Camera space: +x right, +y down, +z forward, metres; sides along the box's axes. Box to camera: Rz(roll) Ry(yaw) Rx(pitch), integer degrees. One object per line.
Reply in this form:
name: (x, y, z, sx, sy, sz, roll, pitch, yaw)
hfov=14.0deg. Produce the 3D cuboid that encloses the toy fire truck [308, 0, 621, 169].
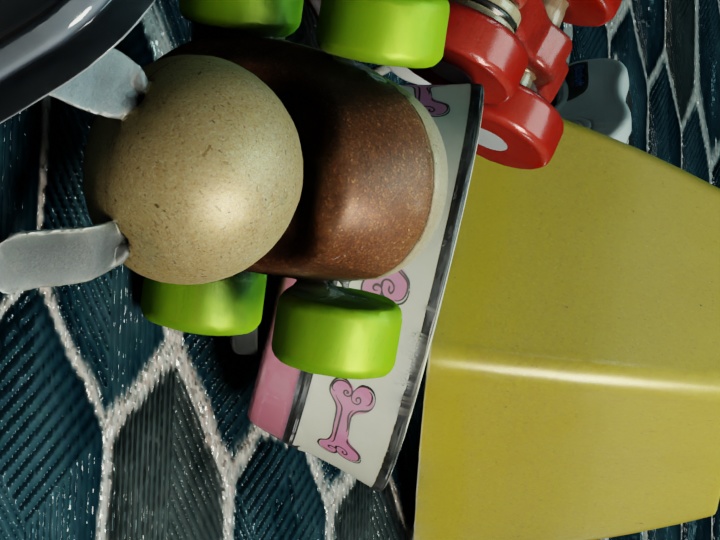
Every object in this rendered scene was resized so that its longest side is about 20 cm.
toy fire truck: (0.031, -0.145, 1.487, 0.112, 0.168, 0.200, -66, 157, -14)

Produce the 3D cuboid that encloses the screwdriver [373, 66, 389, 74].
screwdriver: (0.032, -0.124, 1.692, 0.200, 0.029, 0.028, -42, 130, -71)

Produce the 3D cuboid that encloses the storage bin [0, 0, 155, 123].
storage bin: (-0.141, -0.145, 0.966, 0.134, 0.145, 0.200, 50, 33, -21)

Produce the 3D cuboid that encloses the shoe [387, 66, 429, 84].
shoe: (0.050, -0.174, 1.681, 0.091, 0.071, 0.200, -41, -158, 58)

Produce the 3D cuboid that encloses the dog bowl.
dog bowl: (0.000, 0.000, 1.400, 0.200, 0.074, 0.200, -166, -90, -89)

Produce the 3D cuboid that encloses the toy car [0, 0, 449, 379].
toy car: (-0.077, -0.045, 1.205, 0.200, 0.158, 0.165, -3, 105, -50)

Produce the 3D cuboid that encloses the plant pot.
plant pot: (0.133, 0.042, 1.701, 0.200, 0.176, 0.200, 93, 6, -53)

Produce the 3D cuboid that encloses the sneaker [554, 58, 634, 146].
sneaker: (0.168, -0.068, 2.100, 0.200, 0.073, 0.112, -63, 146, -62)

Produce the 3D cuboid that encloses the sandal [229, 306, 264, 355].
sandal: (-0.041, -0.054, 1.383, 0.075, 0.045, 0.200, 84, 4, -66)
